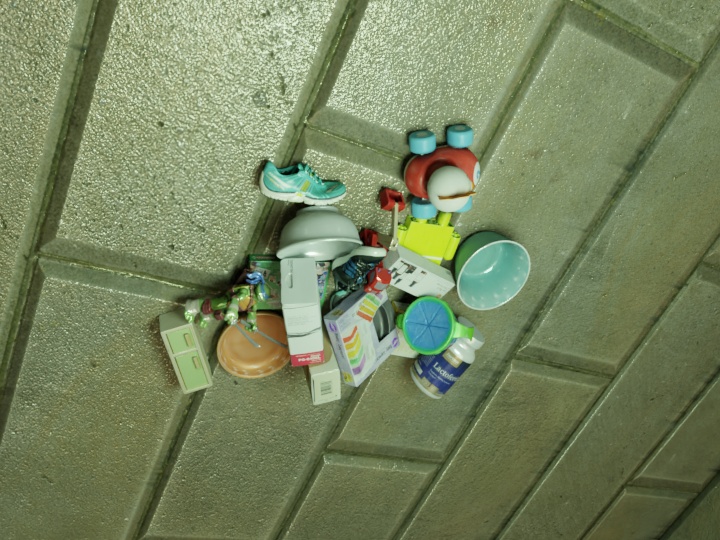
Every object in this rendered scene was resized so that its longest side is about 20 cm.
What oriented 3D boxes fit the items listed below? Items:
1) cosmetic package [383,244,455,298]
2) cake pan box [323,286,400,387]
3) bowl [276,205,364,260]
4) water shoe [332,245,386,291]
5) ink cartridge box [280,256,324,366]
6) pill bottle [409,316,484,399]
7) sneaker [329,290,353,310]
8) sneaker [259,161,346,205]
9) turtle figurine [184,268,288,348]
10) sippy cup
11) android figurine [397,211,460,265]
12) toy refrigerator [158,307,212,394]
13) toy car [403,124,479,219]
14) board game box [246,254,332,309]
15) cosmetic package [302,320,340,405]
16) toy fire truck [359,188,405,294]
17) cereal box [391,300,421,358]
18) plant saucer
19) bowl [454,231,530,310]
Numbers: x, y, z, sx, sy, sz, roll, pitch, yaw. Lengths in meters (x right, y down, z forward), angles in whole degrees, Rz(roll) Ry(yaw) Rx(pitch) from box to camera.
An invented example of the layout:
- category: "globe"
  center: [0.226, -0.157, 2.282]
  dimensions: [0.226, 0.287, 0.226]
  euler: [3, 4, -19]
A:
- category: "cosmetic package"
  center: [0.132, 0.012, 1.716]
  dimensions: [0.197, 0.052, 0.082]
  euler: [24, 127, -37]
- category: "cake pan box"
  center: [0.009, 0.147, 1.730]
  dimensions: [0.199, 0.051, 0.189]
  euler: [-36, 121, -41]
- category: "bowl"
  center: [-0.092, -0.085, 1.564]
  dimensions: [0.195, 0.093, 0.201]
  euler: [-6, 170, -1]
- category: "water shoe"
  center: [0.000, 0.000, 1.584]
  dimensions: [0.070, 0.082, 0.199]
  euler: [4, 167, -26]
- category: "ink cartridge box"
  center: [-0.130, 0.092, 1.610]
  dimensions: [0.081, 0.148, 0.203]
  euler: [-5, 136, -3]
- category: "pill bottle"
  center: [0.227, 0.225, 1.863]
  dimensions: [0.114, 0.117, 0.201]
  euler: [26, 111, -33]
- category: "sneaker"
  center: [-0.025, 0.140, 1.773]
  dimensions: [0.076, 0.092, 0.204]
  euler: [-17, 128, -8]
- category: "sneaker"
  center: [-0.118, -0.186, 1.522]
  dimensions: [0.195, 0.078, 0.082]
  euler: [4, 111, -25]
- category: "turtle figurine"
  center: [-0.285, 0.113, 1.590]
  dimensions: [0.188, 0.144, 0.206]
  euler: [-8, 104, 18]
- category: "sippy cup"
  center: [0.184, 0.141, 1.757]
  dimensions: [0.140, 0.178, 0.130]
  euler: [-47, 156, 9]
- category: "android figurine"
  center: [0.152, -0.063, 1.729]
  dimensions: [0.177, 0.041, 0.204]
  euler: [7, 120, -24]
- category: "toy refrigerator"
  center: [-0.409, 0.192, 1.681]
  dimensions: [0.074, 0.071, 0.204]
  euler: [-15, 127, -9]
- category: "toy car"
  center: [0.199, -0.187, 1.539]
  dimensions: [0.172, 0.201, 0.189]
  euler: [-10, 119, -13]
- category: "board game box"
  center: [-0.173, 0.029, 1.679]
  dimensions: [0.194, 0.029, 0.137]
  euler: [1, 124, -21]
- category: "cosmetic package"
  center: [-0.105, 0.208, 1.720]
  dimensions: [0.069, 0.202, 0.107]
  euler: [-11, 129, -12]
- category: "toy fire truck"
  center: [0.051, -0.064, 1.621]
  dimensions: [0.048, 0.206, 0.140]
  euler: [10, 152, -30]
- category: "cereal box"
  center: [0.141, 0.162, 1.884]
  dimensions: [0.195, 0.040, 0.146]
  euler: [12, 119, -29]
- category: "plant saucer"
  center: [-0.255, 0.177, 1.749]
  dimensions: [0.194, 0.038, 0.205]
  euler: [-10, 127, -13]
- category: "bowl"
  center: [0.312, -0.014, 1.781]
  dimensions: [0.195, 0.106, 0.205]
  euler: [-10, 127, -14]
